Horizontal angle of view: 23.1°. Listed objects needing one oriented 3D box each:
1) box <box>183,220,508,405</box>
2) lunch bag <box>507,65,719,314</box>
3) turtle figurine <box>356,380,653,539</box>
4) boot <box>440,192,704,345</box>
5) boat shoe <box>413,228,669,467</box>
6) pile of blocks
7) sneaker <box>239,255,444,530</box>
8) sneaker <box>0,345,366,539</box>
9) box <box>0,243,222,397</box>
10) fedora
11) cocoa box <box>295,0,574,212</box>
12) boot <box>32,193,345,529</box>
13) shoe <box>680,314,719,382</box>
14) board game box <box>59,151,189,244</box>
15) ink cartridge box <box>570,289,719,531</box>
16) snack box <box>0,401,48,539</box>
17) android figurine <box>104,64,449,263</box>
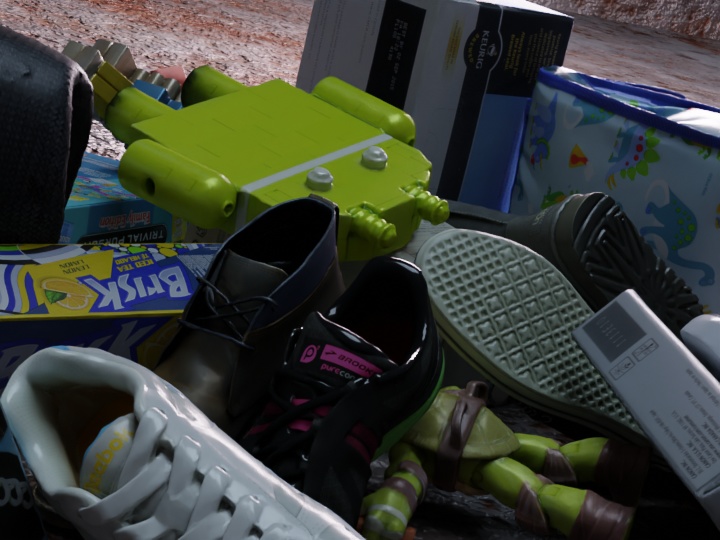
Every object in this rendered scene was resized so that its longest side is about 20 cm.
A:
[{"bbox_3d":[0.000,0.000,1.022,0.200,0.078,0.095,33,22,34],"label":"box"},{"bbox_3d":[0.183,-0.027,1.142,0.199,0.171,0.127,21,17,31],"label":"lunch bag"},{"bbox_3d":[0.055,0.084,0.838,0.160,0.065,0.200,17,16,11],"label":"turtle figurine"},{"bbox_3d":[0.105,0.021,1.079,0.200,0.182,0.073,-7,32,50],"label":"boot"},{"bbox_3d":[0.100,0.047,0.928,0.200,0.075,0.062,32,-24,-24],"label":"boat shoe"},{"bbox_3d":[-0.103,-0.088,1.128,0.200,0.062,0.082,43,-28,-25],"label":"pile of blocks"},{"bbox_3d":[-0.021,0.066,0.735,0.076,0.084,0.200,12,42,14],"label":"sneaker"},{"bbox_3d":[-0.060,0.094,0.629,0.200,0.077,0.081,30,-10,43],"label":"sneaker"},{"bbox_3d":[-0.132,0.031,0.842,0.199,0.070,0.064,0,32,-41],"label":"box"},{"bbox_3d":[-0.185,-0.051,0.866,0.091,0.202,0.201,15,15,-7],"label":"fedora"},{"bbox_3d":[0.040,-0.101,1.223,0.131,0.201,0.133,0,19,-41],"label":"cocoa box"},{"bbox_3d":[-0.073,0.036,0.788,0.074,0.097,0.200,19,30,29],"label":"boot"},{"bbox_3d":[0.225,0.040,0.918,0.072,0.091,0.200,56,4,15],"label":"shoe"},{"bbox_3d":[-0.204,-0.037,1.060,0.150,0.047,0.200,16,14,27],"label":"board game box"},{"bbox_3d":[0.186,0.111,0.821,0.174,0.043,0.200,52,4,-19],"label":"ink cartridge box"},{"bbox_3d":[-0.185,0.017,0.641,0.116,0.201,0.037,25,50,34],"label":"snack box"},{"bbox_3d":[-0.043,-0.060,0.979,0.200,0.041,0.182,29,34,33],"label":"android figurine"}]
